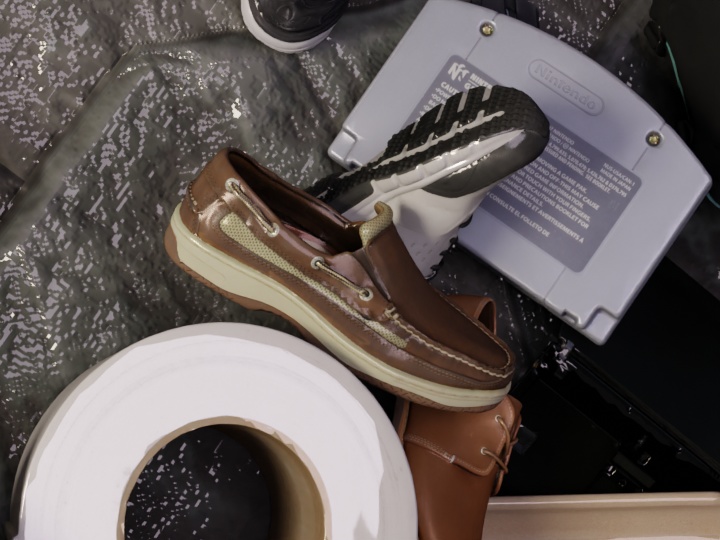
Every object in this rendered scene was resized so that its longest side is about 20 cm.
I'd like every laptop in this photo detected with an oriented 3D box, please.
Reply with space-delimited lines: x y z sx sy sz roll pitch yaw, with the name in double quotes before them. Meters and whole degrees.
"laptop" 0.164 0.103 0.896 0.177 0.103 0.200 37 101 -8

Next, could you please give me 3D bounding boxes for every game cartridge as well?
"game cartridge" 0.096 -0.067 0.840 0.199 0.042 0.134 36 85 11

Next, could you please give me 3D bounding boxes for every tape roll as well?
"tape roll" -0.082 0.133 0.757 0.201 0.139 0.205 2 84 -16

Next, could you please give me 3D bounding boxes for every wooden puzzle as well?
"wooden puzzle" 0.130 0.231 0.841 0.183 0.037 0.202 -2 90 2

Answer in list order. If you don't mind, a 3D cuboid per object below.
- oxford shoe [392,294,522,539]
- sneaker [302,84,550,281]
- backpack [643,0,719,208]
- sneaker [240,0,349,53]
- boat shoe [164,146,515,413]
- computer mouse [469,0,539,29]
"oxford shoe" 0.057 0.101 0.797 0.071 0.071 0.202 -11 63 17
"sneaker" 0.032 -0.033 0.799 0.080 0.199 0.074 49 39 -15
"backpack" 0.302 -0.142 0.887 0.198 0.153 0.177 -7 73 -26
"sneaker" 0.001 -0.225 0.831 0.075 0.114 0.201 28 78 -11
"boat shoe" -0.001 0.003 0.746 0.201 0.075 0.075 26 116 -8
"computer mouse" 0.095 -0.181 0.895 0.058 0.034 0.202 6 82 -14
